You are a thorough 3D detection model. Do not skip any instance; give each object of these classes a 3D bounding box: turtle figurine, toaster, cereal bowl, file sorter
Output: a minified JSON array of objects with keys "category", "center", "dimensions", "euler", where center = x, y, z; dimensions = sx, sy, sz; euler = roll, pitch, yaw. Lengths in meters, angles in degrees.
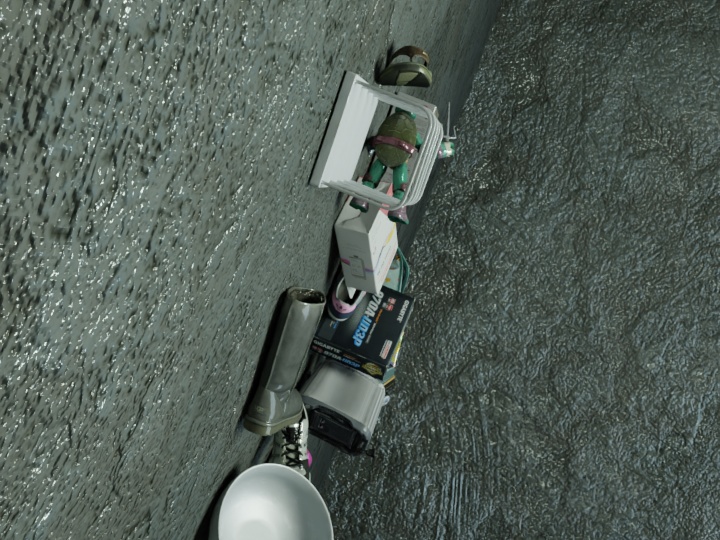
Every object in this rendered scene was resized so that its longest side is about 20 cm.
[{"category":"turtle figurine","center":[0.057,-0.182,1.068],"dimensions":[0.100,0.147,0.205],"euler":[28,81,-57]},{"category":"toaster","center":[-0.033,0.269,1.375],"dimensions":[0.115,0.196,0.130],"euler":[108,8,-46]},{"category":"cereal bowl","center":[-0.140,0.397,1.027],"dimensions":[0.083,0.199,0.201],"euler":[-41,-168,38]},{"category":"file sorter","center":[0.031,-0.161,0.922],"dimensions":[0.200,0.122,0.142],"euler":[-35,145,-77]}]

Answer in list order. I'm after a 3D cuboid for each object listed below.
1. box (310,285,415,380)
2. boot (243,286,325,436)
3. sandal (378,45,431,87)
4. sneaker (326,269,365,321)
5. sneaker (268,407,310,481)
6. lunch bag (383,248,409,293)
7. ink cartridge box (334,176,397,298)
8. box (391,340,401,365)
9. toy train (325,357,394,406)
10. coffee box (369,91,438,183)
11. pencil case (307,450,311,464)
[{"category":"box","center":[0.007,0.105,1.382],"dimensions":[0.202,0.155,0.047],"euler":[-60,169,-46]},{"category":"boot","center":[-0.101,0.123,1.014],"dimensions":[0.182,0.071,0.206],"euler":[-28,132,-83]},{"category":"sandal","center":[0.071,-0.309,1.054],"dimensions":[0.201,0.077,0.059],"euler":[-68,161,-72]},{"category":"sneaker","center":[0.000,0.000,1.339],"dimensions":[0.082,0.069,0.204],"euler":[127,-14,-71]},{"category":"sneaker","center":[-0.123,0.296,1.187],"dimensions":[0.202,0.073,0.090],"euler":[-103,-165,-54]},{"category":"lunch bag","center":[0.049,0.049,1.719],"dimensions":[0.173,0.119,0.203],"euler":[101,4,-45]},{"category":"ink cartridge box","center":[0.016,-0.045,1.208],"dimensions":[0.202,0.066,0.118],"euler":[81,28,-52]},{"category":"box","center":[0.054,0.196,2.035],"dimensions":[0.193,0.119,0.205],"euler":[103,3,-79]},{"category":"toy train","center":[-0.004,0.197,1.486],"dimensions":[0.084,0.200,0.116],"euler":[-25,143,-31]},{"category":"coffee box","center":[0.073,-0.210,1.281],"dimensions":[0.114,0.078,0.205],"euler":[-27,137,-79]},{"category":"pencil case","center":[-0.162,0.414,1.302],"dimensions":[0.201,0.086,0.090],"euler":[-59,169,-46]}]
